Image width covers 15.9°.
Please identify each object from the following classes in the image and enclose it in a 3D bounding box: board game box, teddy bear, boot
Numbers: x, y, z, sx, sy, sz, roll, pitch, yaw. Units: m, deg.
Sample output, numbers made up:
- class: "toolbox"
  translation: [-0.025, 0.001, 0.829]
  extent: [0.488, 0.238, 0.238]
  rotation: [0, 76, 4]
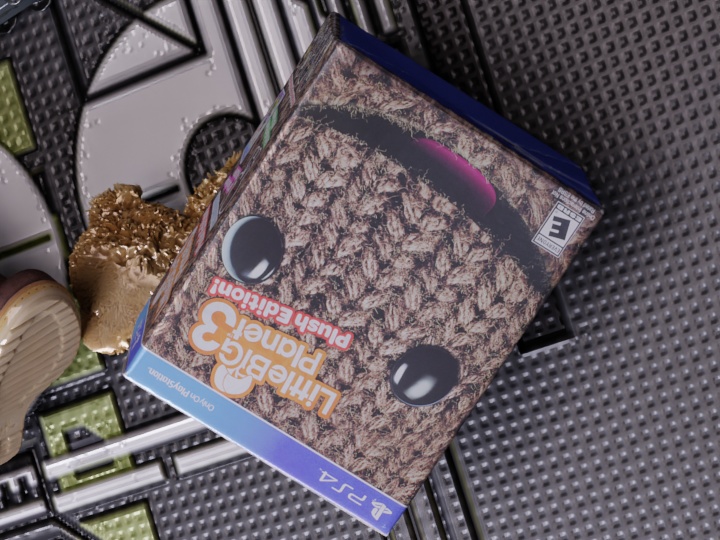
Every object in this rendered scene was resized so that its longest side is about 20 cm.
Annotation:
- class: "board game box"
  translation: [0.000, 0.000, 1.298]
  extent: [0.159, 0.097, 0.200]
  rotation: [31, 101, -8]
- class: "teddy bear"
  translation: [-0.057, 0.002, 1.399]
  extent: [0.199, 0.067, 0.145]
  rotation: [-19, 96, 20]
- class: "boot"
  translation: [-0.233, 0.009, 1.436]
  extent: [0.167, 0.072, 0.200]
  rotation: [55, 150, 15]

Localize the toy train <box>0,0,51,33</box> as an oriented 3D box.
- class: "toy train"
  translation: [-0.147, -0.194, 1.436]
  extent: [0.200, 0.034, 0.046]
  rotation: [-28, 70, 27]
